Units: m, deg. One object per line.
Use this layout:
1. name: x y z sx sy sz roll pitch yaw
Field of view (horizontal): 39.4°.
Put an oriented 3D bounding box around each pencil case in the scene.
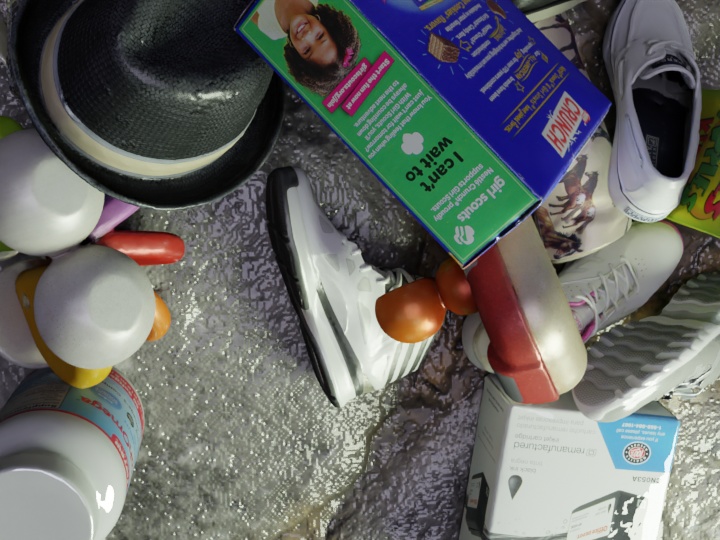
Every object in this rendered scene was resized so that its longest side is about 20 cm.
1. pencil case: 0.145 -0.100 0.777 0.089 0.078 0.200 -22 103 3

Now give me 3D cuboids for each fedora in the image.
1. fedora: -0.112 -0.138 0.640 0.200 0.092 0.201 13 68 -35

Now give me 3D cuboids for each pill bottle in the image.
1. pill bottle: -0.218 0.140 0.721 0.109 0.200 0.109 -1 103 -6

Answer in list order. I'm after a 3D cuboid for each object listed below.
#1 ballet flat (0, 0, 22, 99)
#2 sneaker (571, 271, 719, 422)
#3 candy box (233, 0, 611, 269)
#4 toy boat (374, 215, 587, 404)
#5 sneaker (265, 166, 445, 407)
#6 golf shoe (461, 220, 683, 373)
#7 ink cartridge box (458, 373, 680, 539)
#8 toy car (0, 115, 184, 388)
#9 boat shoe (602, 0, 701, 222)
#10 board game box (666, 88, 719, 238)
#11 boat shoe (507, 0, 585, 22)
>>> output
1. ballet flat: -0.241 -0.214 0.716 0.072 0.072 0.201 -5 101 -6
2. sneaker: 0.252 0.076 0.800 0.200 0.075 0.082 -27 114 -27
3. candy box: 0.048 -0.126 0.634 0.200 0.169 0.077 45 128 -1
4. toy boat: 0.071 0.010 0.723 0.131 0.200 0.131 -22 142 9
5. sneaker: 0.000 0.000 0.793 0.115 0.076 0.201 -20 112 -11
6. golf shoe: 0.179 0.028 0.802 0.200 0.092 0.075 -33 102 -1
7. ink cartridge box: 0.167 0.199 0.839 0.145 0.084 0.200 6 101 -8
8. toy car: -0.203 -0.025 0.726 0.150 0.175 0.200 -32 106 -35
9. boat shoe: 0.223 -0.135 0.740 0.073 0.065 0.200 6 67 -7
10. board game box: 0.267 -0.076 0.733 0.048 0.200 0.102 21 99 -10
11. boat shoe: 0.166 -0.240 0.725 0.201 0.063 0.074 -28 65 -24
